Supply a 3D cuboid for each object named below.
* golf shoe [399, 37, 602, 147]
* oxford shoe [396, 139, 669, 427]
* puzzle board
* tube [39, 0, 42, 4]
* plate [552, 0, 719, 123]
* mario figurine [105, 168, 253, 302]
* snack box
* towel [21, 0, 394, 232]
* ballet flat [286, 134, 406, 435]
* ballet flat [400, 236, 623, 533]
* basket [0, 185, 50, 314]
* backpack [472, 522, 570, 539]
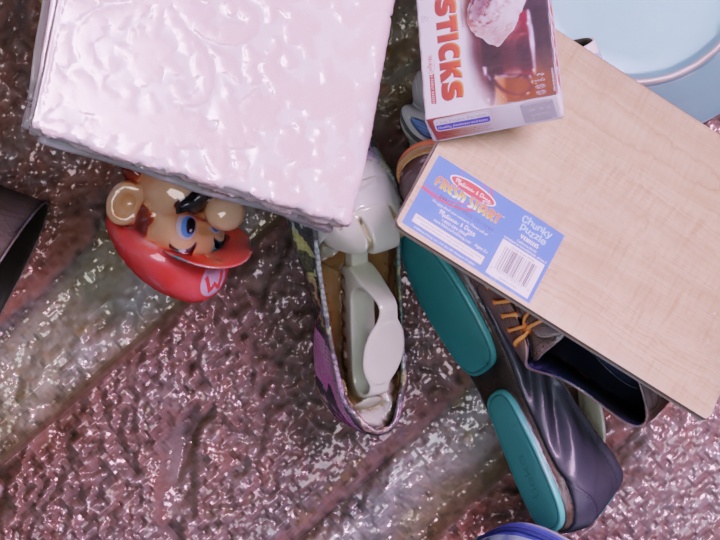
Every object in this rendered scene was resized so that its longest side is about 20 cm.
[{"bbox_3d":[0.126,-0.077,1.365,0.200,0.078,0.097,23,110,-4],"label":"golf shoe"},{"bbox_3d":[0.097,0.006,1.328,0.200,0.073,0.071,38,132,-6],"label":"oxford shoe"},{"bbox_3d":[0.132,-0.031,1.317,0.200,0.017,0.151,31,68,-7],"label":"puzzle board"},{"bbox_3d":[-0.189,-0.219,1.368,0.058,0.052,0.200,-27,95,-8],"label":"tube"},{"bbox_3d":[0.156,-0.174,1.390,0.200,0.026,0.201,0,97,-1],"label":"plate"},{"bbox_3d":[-0.086,-0.077,1.347,0.123,0.106,0.201,-1,108,-5],"label":"mario figurine"},{"bbox_3d":[0.066,-0.162,1.325,0.072,0.024,0.200,-10,56,11],"label":"snack box"},{"bbox_3d":[-0.075,-0.134,1.290,0.200,0.032,0.192,18,74,-30],"label":"towel"},{"bbox_3d":[0.000,0.000,1.364,0.069,0.071,0.200,-15,111,-21],"label":"ballet flat"},{"bbox_3d":[0.092,0.052,1.398,0.073,0.073,0.200,-27,86,2],"label":"ballet flat"},{"bbox_3d":[-0.303,-0.008,1.352,0.200,0.136,0.181,29,91,0],"label":"basket"},{"bbox_3d":[0.095,0.230,1.347,0.183,0.200,0.147,40,75,-3],"label":"backpack"}]
